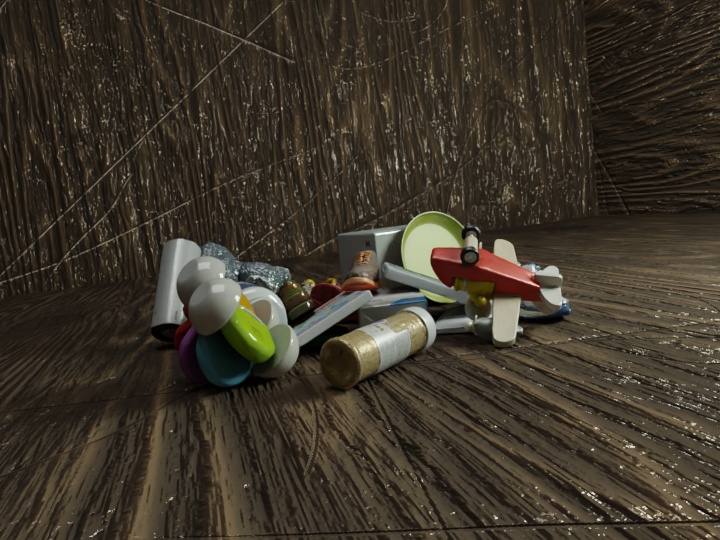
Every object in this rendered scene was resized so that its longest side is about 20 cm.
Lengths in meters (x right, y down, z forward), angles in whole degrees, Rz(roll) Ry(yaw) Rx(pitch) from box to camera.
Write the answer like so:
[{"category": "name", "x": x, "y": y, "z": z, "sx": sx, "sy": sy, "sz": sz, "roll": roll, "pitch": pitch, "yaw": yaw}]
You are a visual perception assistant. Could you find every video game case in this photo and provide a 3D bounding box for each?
[{"category": "video game case", "x": -0.063, "y": 0.079, "z": 1.082, "sx": 0.142, "sy": 0.018, "sz": 0.200, "roll": -33, "pitch": 5, "yaw": -13}, {"category": "video game case", "x": 0.138, "y": 0.028, "z": 1.187, "sx": 0.198, "sy": 0.022, "sz": 0.182, "roll": 18, "pitch": 4, "yaw": -1}]

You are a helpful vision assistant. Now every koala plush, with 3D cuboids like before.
[{"category": "koala plush", "x": -0.262, "y": 0.029, "z": 1.408, "sx": 0.198, "sy": 0.186, "sz": 0.177, "roll": -1, "pitch": 7, "yaw": 13}]

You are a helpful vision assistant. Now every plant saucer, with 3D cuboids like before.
[{"category": "plant saucer", "x": 0.165, "y": -0.026, "z": 1.373, "sx": 0.198, "sy": 0.202, "sz": 0.031, "roll": -10, "pitch": -9, "yaw": -31}]

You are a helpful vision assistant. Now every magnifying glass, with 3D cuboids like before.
[{"category": "magnifying glass", "x": -0.069, "y": 0.108, "z": 1.172, "sx": 0.079, "sy": 0.023, "sz": 0.200, "roll": -8, "pitch": 5, "yaw": -9}]

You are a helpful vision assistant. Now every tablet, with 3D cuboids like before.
[{"category": "tablet", "x": 0.201, "y": 0.083, "z": 1.136, "sx": 0.129, "sy": 0.014, "sz": 0.200, "roll": -4, "pitch": 7, "yaw": 18}]

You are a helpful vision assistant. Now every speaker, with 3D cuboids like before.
[{"category": "speaker", "x": -0.370, "y": 0.038, "z": 1.283, "sx": 0.080, "sy": 0.202, "sz": 0.081, "roll": -2, "pitch": -33, "yaw": -2}]

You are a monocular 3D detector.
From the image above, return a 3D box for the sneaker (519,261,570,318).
[{"category": "sneaker", "x": 0.296, "y": 0.031, "z": 1.123, "sx": 0.076, "sy": 0.086, "sz": 0.200, "roll": -6, "pitch": 12, "yaw": -19}]

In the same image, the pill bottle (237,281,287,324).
[{"category": "pill bottle", "x": -0.194, "y": 0.082, "z": 1.122, "sx": 0.110, "sy": 0.112, "sz": 0.200, "roll": -9, "pitch": 6, "yaw": -22}]

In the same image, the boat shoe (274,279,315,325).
[{"category": "boat shoe", "x": -0.129, "y": 0.062, "z": 1.205, "sx": 0.072, "sy": 0.068, "sz": 0.200, "roll": -29, "pitch": -5, "yaw": -21}]

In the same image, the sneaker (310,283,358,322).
[{"category": "sneaker", "x": -0.002, "y": 0.069, "z": 1.300, "sx": 0.199, "sy": 0.079, "sz": 0.115, "roll": 14, "pitch": 9, "yaw": 38}]

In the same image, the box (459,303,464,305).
[{"category": "box", "x": 0.293, "y": 0.044, "z": 1.268, "sx": 0.198, "sy": 0.042, "sz": 0.039, "roll": -2, "pitch": 8, "yaw": 29}]

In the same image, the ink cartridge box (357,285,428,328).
[{"category": "ink cartridge box", "x": 0.054, "y": 0.075, "z": 1.109, "sx": 0.115, "sy": 0.069, "sz": 0.200, "roll": -7, "pitch": 6, "yaw": 1}]

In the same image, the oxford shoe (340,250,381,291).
[{"category": "oxford shoe", "x": 0.000, "y": 0.000, "z": 1.173, "sx": 0.071, "sy": 0.074, "sz": 0.200, "roll": -2, "pitch": 0, "yaw": 4}]

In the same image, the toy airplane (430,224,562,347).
[{"category": "toy airplane", "x": 0.223, "y": 0.031, "z": 1.023, "sx": 0.199, "sy": 0.142, "sz": 0.200, "roll": -11, "pitch": 51, "yaw": -39}]

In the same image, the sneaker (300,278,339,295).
[{"category": "sneaker", "x": -0.130, "y": 0.063, "z": 1.368, "sx": 0.198, "sy": 0.083, "sz": 0.078, "roll": -12, "pitch": 9, "yaw": -30}]

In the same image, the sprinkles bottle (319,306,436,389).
[{"category": "sprinkles bottle", "x": 0.029, "y": 0.103, "z": 0.880, "sx": 0.068, "sy": 0.069, "sz": 0.199, "roll": -2, "pitch": 8, "yaw": 36}]

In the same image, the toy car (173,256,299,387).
[{"category": "toy car", "x": -0.199, "y": 0.090, "z": 0.912, "sx": 0.150, "sy": 0.175, "sz": 0.200, "roll": -47, "pitch": 34, "yaw": -2}]

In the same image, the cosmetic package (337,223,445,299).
[{"category": "cosmetic package", "x": 0.077, "y": -0.015, "z": 1.453, "sx": 0.198, "sy": 0.169, "sz": 0.166, "roll": -9, "pitch": 7, "yaw": -31}]
